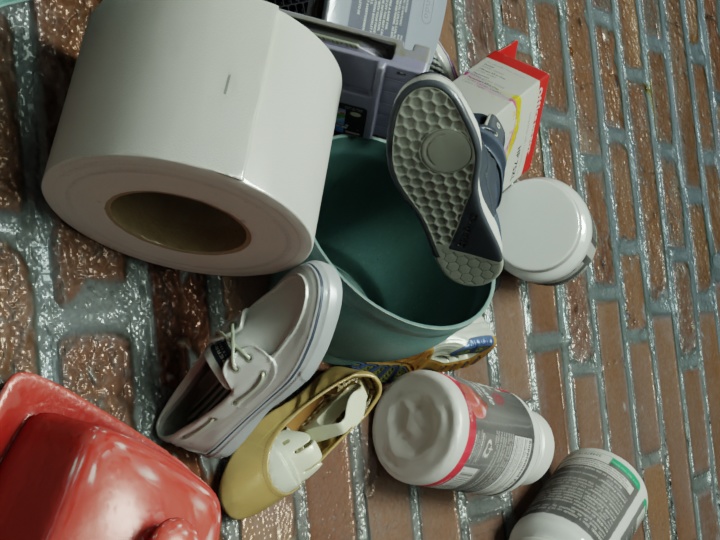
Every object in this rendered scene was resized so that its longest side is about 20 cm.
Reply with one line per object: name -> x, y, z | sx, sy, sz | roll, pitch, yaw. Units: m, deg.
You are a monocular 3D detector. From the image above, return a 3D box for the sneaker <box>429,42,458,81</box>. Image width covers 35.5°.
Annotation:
sneaker -> 0.096, -0.188, 1.234 | 0.115, 0.072, 0.201 | -58, 136, -44

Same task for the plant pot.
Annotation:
plant pot -> 0.000, 0.000, 0.988 | 0.199, 0.134, 0.201 | 22, 45, -24

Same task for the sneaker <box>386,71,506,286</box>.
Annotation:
sneaker -> 0.073, -0.107, 0.923 | 0.147, 0.076, 0.203 | -82, 160, -43

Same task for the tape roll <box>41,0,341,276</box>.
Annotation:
tape roll -> -0.122, -0.097, 0.838 | 0.202, 0.202, 0.140 | 31, 61, -43

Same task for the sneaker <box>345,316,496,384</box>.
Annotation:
sneaker -> 0.047, 0.058, 1.133 | 0.199, 0.075, 0.089 | 0, 58, -46

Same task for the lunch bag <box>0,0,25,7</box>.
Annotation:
lunch bag -> -0.234, -0.282, 0.803 | 0.199, 0.121, 0.172 | -27, 106, -41

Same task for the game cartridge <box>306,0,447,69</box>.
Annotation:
game cartridge -> 0.019, -0.255, 1.002 | 0.133, 0.041, 0.202 | 13, 85, -42

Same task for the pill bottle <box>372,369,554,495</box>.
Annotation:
pill bottle -> 0.113, 0.170, 1.144 | 0.199, 0.110, 0.112 | 20, 68, -48

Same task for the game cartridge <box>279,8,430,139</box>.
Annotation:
game cartridge -> -0.048, -0.163, 0.922 | 0.130, 0.198, 0.039 | 103, 2, -66

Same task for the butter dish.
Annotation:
butter dish -> -0.168, 0.191, 0.766 | 0.199, 0.147, 0.201 | 42, 52, -39

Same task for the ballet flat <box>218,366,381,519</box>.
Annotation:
ballet flat -> -0.048, 0.144, 0.989 | 0.200, 0.063, 0.069 | -45, 119, -45

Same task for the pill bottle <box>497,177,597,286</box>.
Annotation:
pill bottle -> 0.201, -0.042, 1.239 | 0.200, 0.112, 0.114 | 14, 71, -76

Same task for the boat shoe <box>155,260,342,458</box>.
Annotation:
boat shoe -> -0.089, 0.073, 0.868 | 0.066, 0.201, 0.074 | 13, 30, -41

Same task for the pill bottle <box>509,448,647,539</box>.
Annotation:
pill bottle -> 0.235, 0.297, 1.255 | 0.200, 0.112, 0.114 | -38, 112, -48

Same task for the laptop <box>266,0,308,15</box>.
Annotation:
laptop -> -0.011, -0.242, 1.066 | 0.187, 0.115, 0.202 | -28, 111, -50

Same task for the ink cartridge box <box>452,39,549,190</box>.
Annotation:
ink cartridge box -> 0.123, -0.136, 1.116 | 0.200, 0.067, 0.117 | -40, 148, -40

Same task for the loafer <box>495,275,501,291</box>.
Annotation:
loafer -> 0.074, -0.032, 1.176 | 0.201, 0.068, 0.071 | 46, 58, -29
